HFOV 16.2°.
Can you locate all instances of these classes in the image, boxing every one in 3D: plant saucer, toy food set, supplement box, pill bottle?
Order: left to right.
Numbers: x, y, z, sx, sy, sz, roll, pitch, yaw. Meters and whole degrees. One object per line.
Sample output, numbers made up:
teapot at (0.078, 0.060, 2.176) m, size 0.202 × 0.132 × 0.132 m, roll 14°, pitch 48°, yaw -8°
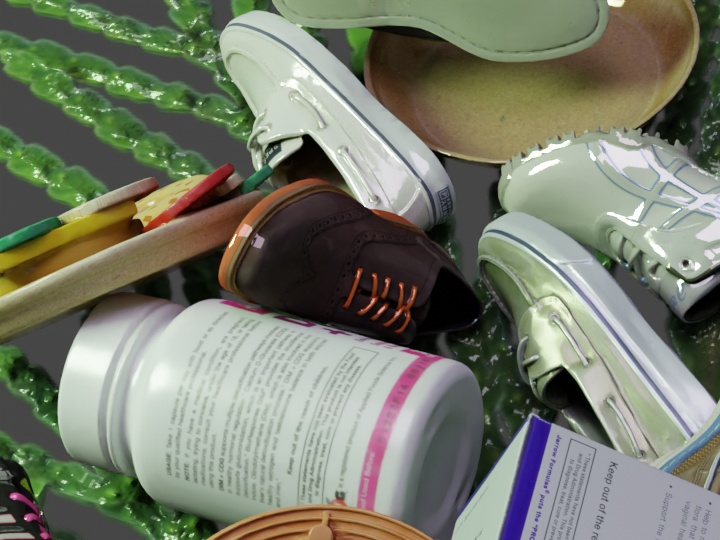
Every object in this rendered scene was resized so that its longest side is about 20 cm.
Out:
toy food set at (-0.140, -0.011, 1.372) m, size 0.200 × 0.198 × 0.049 m, roll -23°, pitch 90°, yaw -25°
pill bottle at (-0.047, 0.079, 1.305) m, size 0.200 × 0.113 × 0.113 m, roll 14°, pitch 53°, yaw 22°
plant saucer at (0.103, -0.121, 1.504) m, size 0.200 × 0.035 × 0.200 m, roll -6°, pitch 44°, yaw 6°
supplement box at (0.141, 0.165, 1.153) m, size 0.200 × 0.101 × 0.103 m, roll 22°, pitch 52°, yaw -5°

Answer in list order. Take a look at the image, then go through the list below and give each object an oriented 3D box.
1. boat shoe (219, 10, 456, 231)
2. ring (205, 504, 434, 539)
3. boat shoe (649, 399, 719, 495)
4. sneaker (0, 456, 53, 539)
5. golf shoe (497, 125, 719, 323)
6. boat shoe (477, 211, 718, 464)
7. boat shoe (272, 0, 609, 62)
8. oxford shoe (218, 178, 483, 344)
boat shoe at (-0.032, -0.079, 1.478) m, size 0.070 × 0.071 × 0.200 m, roll -32°, pitch 57°, yaw -21°
ring at (-0.023, 0.208, 1.194) m, size 0.200 × 0.019 × 0.201 m, roll -3°, pitch 74°, yaw 9°
boat shoe at (0.213, 0.089, 1.255) m, size 0.200 × 0.072 × 0.072 m, roll -42°, pitch 19°, yaw -31°
sneaker at (-0.182, 0.139, 1.303) m, size 0.200 × 0.074 × 0.088 m, roll 14°, pitch 59°, yaw 28°
golf shoe at (0.167, -0.020, 1.384) m, size 0.200 × 0.078 × 0.097 m, roll 5°, pitch 56°, yaw 17°
boat shoe at (0.116, 0.044, 1.335) m, size 0.062 × 0.072 × 0.200 m, roll -29°, pitch 53°, yaw -18°
boat shoe at (0.050, -0.168, 1.488) m, size 0.201 × 0.072 × 0.061 m, roll 9°, pitch 16°, yaw 10°
oxford shoe at (0.000, 0.000, 1.330) m, size 0.073 × 0.200 × 0.071 m, roll 33°, pitch 105°, yaw 28°
